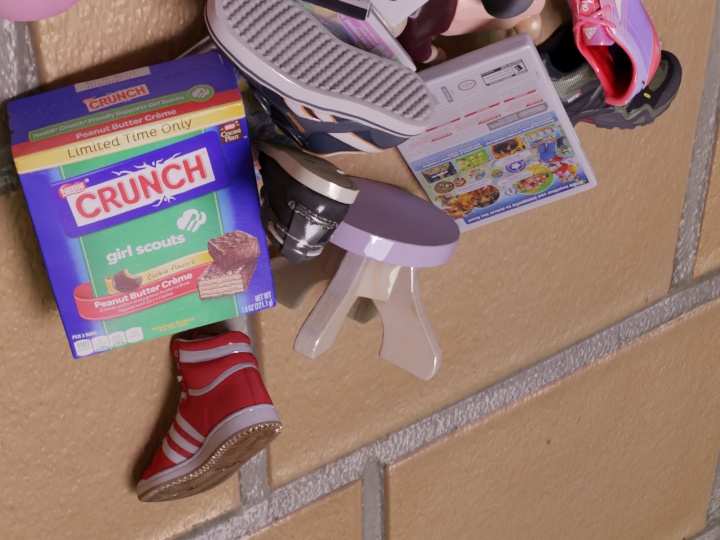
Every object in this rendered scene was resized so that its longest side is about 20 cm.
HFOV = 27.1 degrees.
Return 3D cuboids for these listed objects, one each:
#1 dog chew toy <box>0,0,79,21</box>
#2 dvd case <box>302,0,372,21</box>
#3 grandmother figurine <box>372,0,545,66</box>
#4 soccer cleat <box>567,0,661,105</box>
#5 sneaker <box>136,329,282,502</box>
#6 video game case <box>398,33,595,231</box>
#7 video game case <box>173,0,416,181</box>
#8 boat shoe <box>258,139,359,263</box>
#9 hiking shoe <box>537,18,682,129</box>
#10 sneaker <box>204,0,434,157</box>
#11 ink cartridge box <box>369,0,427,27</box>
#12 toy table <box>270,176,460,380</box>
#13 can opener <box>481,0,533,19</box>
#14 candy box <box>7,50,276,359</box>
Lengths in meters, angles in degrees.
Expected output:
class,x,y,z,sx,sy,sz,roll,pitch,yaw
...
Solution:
class,x,y,z,sx,sy,sz,roll,pitch,yaw
dog chew toy,-0.175,-0.243,0.939,0.199,0.124,0.126,-35,140,-24
dvd case,-0.039,-0.286,1.018,0.147,0.016,0.202,18,118,2
grandmother figurine,0.067,-0.217,1.208,0.198,0.060,0.123,-16,123,-34
soccer cleat,0.195,-0.233,1.247,0.201,0.066,0.077,59,45,-29
sneaker,-0.145,0.125,1.315,0.071,0.114,0.200,-1,153,-42
video game case,0.110,-0.113,1.297,0.141,0.018,0.200,-19,141,15
video game case,-0.071,-0.139,1.143,0.199,0.018,0.143,-34,141,12
boat shoe,-0.049,-0.054,1.097,0.071,0.200,0.068,19,99,-11
hiking shoe,0.219,-0.183,1.349,0.198,0.076,0.102,-16,135,-29
sneaker,-0.043,-0.134,1.083,0.199,0.079,0.079,25,142,-33
ink cartridge box,0.034,-0.293,0.967,0.199,0.041,0.200,-36,105,25
toy table,0.000,0.000,1.251,0.199,0.183,0.118,-8,125,-60
can opener,0.131,-0.236,1.101,0.052,0.200,0.067,-23,92,-10
candy box,-0.158,-0.047,1.114,0.167,0.077,0.202,-15,132,-9
